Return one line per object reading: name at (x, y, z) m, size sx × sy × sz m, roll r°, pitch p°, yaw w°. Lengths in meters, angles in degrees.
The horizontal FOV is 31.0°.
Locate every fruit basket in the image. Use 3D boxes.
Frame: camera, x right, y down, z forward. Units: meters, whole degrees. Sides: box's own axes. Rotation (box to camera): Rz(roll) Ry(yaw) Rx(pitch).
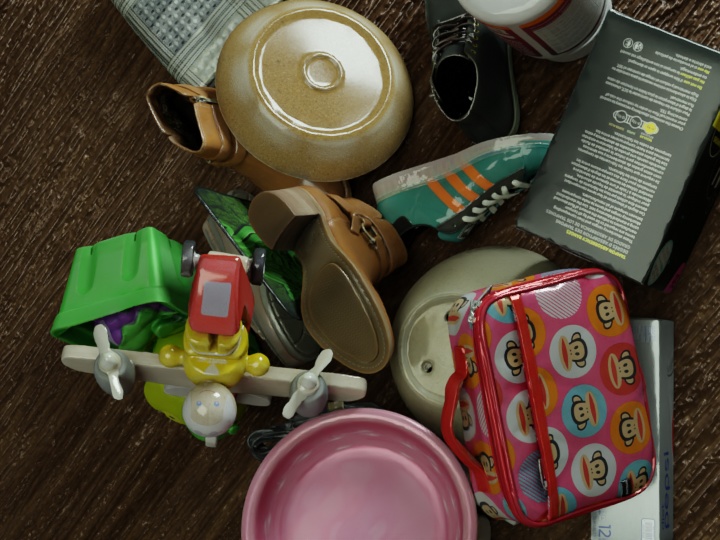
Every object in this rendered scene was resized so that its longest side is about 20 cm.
fruit basket at (-0.188, 0.080, 1.277) m, size 0.155 × 0.215 × 0.217 m, roll -15°, pitch 81°, yaw 21°

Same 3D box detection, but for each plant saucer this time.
plant saucer at (0.001, 0.219, 1.095) m, size 0.199 × 0.051 × 0.202 m, roll -3°, pitch 71°, yaw 8°
plant saucer at (-0.040, -0.185, 1.257) m, size 0.199 × 0.035 × 0.202 m, roll 5°, pitch 68°, yaw -12°

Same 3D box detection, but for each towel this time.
towel at (-0.166, -0.314, 1.384) m, size 0.200 × 0.034 × 0.193 m, roll -44°, pitch 71°, yaw 14°

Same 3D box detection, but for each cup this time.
cup at (0.106, 0.072, 1.185) m, size 0.199 × 0.143 × 0.202 m, roll -2°, pitch 86°, yaw 22°

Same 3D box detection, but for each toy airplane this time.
toy airplane at (-0.125, 0.089, 1.100) m, size 0.199 × 0.199 × 0.142 m, roll -29°, pitch 36°, yaw 27°

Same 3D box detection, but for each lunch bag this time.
lunch bag at (0.146, 0.104, 1.071) m, size 0.082 × 0.175 × 0.202 m, roll -8°, pitch 93°, yaw 66°

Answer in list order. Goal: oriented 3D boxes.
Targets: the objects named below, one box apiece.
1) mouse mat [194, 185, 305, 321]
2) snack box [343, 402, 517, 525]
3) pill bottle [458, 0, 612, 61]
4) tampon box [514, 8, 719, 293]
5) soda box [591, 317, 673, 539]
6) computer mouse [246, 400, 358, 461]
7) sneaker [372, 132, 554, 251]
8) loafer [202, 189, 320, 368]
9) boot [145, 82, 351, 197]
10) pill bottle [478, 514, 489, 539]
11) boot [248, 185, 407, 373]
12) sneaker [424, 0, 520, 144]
mouse mat at (-0.069, -0.011, 1.233) m, size 0.008 × 0.200 × 0.161 m, roll -43°, pitch 73°, yaw 15°
snack box at (0.074, 0.180, 1.230) m, size 0.199 × 0.072 × 0.024 m, roll 27°, pitch 97°, yaw 22°
pill bottle at (0.158, -0.250, 1.152) m, size 0.109 × 0.200 × 0.111 m, roll -1°, pitch 86°, yaw 23°
tampon box at (0.246, -0.097, 1.133) m, size 0.126 × 0.150 × 0.201 m, roll 26°, pitch 97°, yaw 23°
soda box at (0.244, 0.143, 1.162) m, size 0.063 × 0.068 × 0.202 m, roll -1°, pitch 86°, yaw 24°
computer mouse at (-0.021, 0.218, 1.149) m, size 0.109 × 0.044 × 0.201 m, roll -22°, pitch 68°, yaw 0°
sneaker at (0.107, -0.072, 1.237) m, size 0.199 × 0.071 × 0.081 m, roll -18°, pitch 81°, yaw 29°
loafer at (-0.103, 0.015, 1.324) m, size 0.063 × 0.072 × 0.201 m, roll -37°, pitch 67°, yaw 30°
boot at (-0.110, -0.119, 1.281) m, size 0.200 × 0.155 × 0.077 m, roll 46°, pitch 105°, yaw 19°
pill bottle at (0.014, 0.248, 1.222) m, size 0.199 × 0.109 × 0.110 m, roll 13°, pitch 92°, yaw 23°
boot at (0.000, 0.000, 1.183) m, size 0.074 × 0.154 × 0.201 m, roll -42°, pitch 70°, yaw 26°
sneaker at (0.097, -0.222, 1.225) m, size 0.074 × 0.106 × 0.201 m, roll -20°, pitch 74°, yaw 20°
